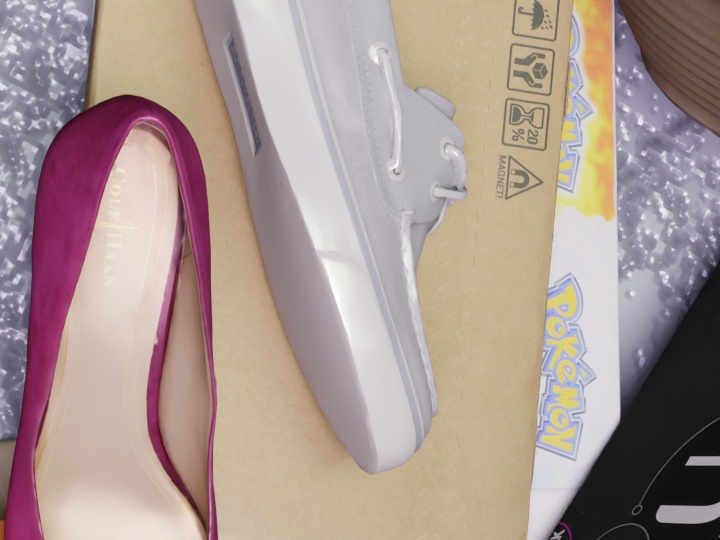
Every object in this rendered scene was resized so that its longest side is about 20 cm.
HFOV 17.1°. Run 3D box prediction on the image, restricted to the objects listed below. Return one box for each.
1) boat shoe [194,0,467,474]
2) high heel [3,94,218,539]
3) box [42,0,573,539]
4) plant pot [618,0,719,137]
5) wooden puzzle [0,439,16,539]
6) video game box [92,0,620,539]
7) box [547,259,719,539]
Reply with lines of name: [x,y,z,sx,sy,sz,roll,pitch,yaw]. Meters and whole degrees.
boat shoe: [-0.001,-0.040,0.747,0.068,0.072,0.201,-14,80,-15]
high heel: [-0.070,0.051,0.700,0.067,0.096,0.201,-7,87,-15]
box: [-0.015,-0.009,0.782,0.162,0.021,0.201,7,84,-15]
plant pot: [0.159,-0.099,0.838,0.200,0.201,0.093,10,122,-18]
wooden puzzle: [-0.124,0.143,0.703,0.200,0.037,0.186,-1,75,-63]
video game box: [0.000,0.000,0.823,0.181,0.047,0.201,1,85,-21]
box: [0.171,0.082,0.794,0.124,0.148,0.200,47,62,-24]
